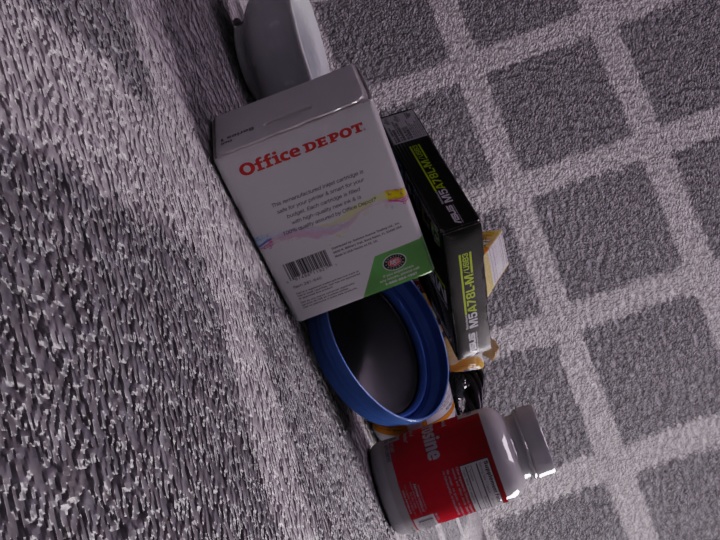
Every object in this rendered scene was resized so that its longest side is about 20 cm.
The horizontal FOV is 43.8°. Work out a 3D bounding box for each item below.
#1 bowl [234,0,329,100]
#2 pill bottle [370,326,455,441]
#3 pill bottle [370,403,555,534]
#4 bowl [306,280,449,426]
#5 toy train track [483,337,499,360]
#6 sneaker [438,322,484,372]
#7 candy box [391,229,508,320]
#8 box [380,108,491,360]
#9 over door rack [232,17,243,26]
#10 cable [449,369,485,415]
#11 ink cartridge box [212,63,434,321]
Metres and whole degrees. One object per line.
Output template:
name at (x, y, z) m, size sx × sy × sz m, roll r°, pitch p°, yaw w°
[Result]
bowl at (-0.101, -0.272, 1.131) m, size 0.201 × 0.090 × 0.201 m, roll -14°, pitch 90°, yaw -82°
pill bottle at (0.059, 0.154, 1.146) m, size 0.111 × 0.111 × 0.200 m, roll -95°, pitch 171°, yaw -71°
pill bottle at (0.121, 0.229, 1.057) m, size 0.112 × 0.200 × 0.112 m, roll -19°, pitch 90°, yaw -85°
bowl at (0.019, 0.075, 0.983) m, size 0.201 × 0.039 × 0.201 m, roll 32°, pitch 43°, yaw -36°
toy train track at (0.113, 0.061, 1.281) m, size 0.200 × 0.033 × 0.115 m, roll 31°, pitch -33°, yaw 16°
sneaker at (0.108, 0.089, 1.238) m, size 0.200 × 0.075 × 0.088 m, roll -7°, pitch -90°, yaw 64°
candy box at (0.112, 0.004, 1.147) m, size 0.200 × 0.115 × 0.055 m, roll -43°, pitch 124°, yaw -64°
box at (0.079, -0.039, 0.955) m, size 0.193 × 0.047 × 0.200 m, roll 80°, pitch -10°, yaw -46°
over door rack at (-0.147, -0.405, 1.220) m, size 0.148 × 0.066 × 0.200 m, roll 63°, pitch 30°, yaw -57°
cable at (0.146, 0.210, 1.233) m, size 0.200 × 0.051 × 0.163 m, roll -103°, pitch -156°, yaw -78°
ink cartridge box at (-0.033, -0.069, 0.834) m, size 0.084 × 0.145 × 0.200 m, roll -106°, pitch 174°, yaw -53°
